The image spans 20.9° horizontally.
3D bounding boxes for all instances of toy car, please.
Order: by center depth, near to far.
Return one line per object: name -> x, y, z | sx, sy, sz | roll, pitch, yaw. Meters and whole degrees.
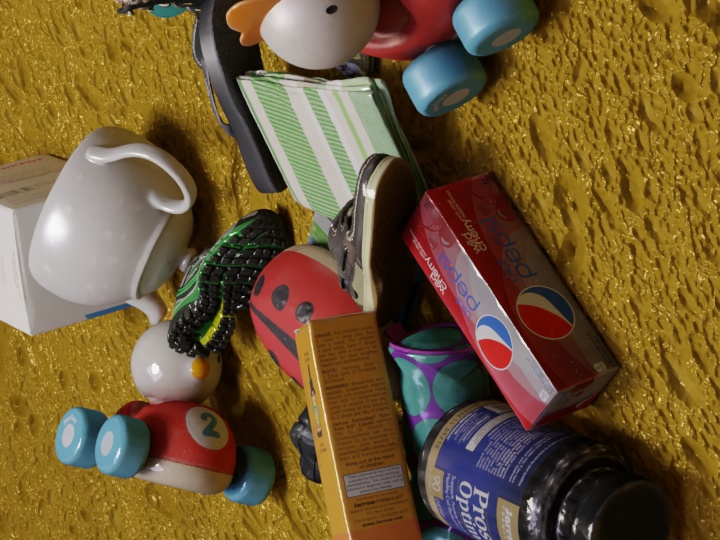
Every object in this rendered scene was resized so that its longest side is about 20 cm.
toy car -> -0.005, -0.216, 1.477 | 0.185, 0.200, 0.177 | 63, 147, 14
toy car -> -0.185, 0.123, 2.004 | 0.177, 0.184, 0.201 | 3, 78, 56

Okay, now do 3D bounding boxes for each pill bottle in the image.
pill bottle -> 0.145, 0.176, 1.533 | 0.200, 0.112, 0.112 | 19, 120, 53

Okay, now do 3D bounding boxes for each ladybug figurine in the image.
ladybug figurine -> -0.038, 0.054, 1.757 | 0.200, 0.072, 0.136 | 37, 134, 43

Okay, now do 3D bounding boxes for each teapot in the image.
teapot -> -0.234, -0.043, 1.978 | 0.146, 0.200, 0.198 | 25, 98, 5

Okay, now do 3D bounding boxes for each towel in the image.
towel -> -0.018, -0.103, 1.667 | 0.200, 0.023, 0.153 | 12, 133, 52

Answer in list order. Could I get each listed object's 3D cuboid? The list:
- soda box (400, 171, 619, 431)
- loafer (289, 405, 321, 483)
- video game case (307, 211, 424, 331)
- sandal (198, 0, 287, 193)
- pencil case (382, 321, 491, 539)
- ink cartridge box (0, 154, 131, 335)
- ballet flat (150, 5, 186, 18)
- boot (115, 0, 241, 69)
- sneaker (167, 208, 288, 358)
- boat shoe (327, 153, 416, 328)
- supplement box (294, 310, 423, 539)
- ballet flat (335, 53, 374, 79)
soda box -> 0.116, 0.023, 1.543 | 0.200, 0.070, 0.063 | 58, 146, 22
loafer -> -0.016, 0.167, 1.763 | 0.070, 0.068, 0.201 | 34, 170, 14
video game case -> 0.000, 0.000, 1.759 | 0.143, 0.018, 0.200 | 48, 140, 32
sandal -> -0.113, -0.153, 1.758 | 0.043, 0.076, 0.200 | 0, 126, 25
pencil case -> 0.071, 0.146, 1.657 | 0.092, 0.085, 0.201 | 12, 115, 42
ink cartridge box -> -0.357, -0.033, 2.167 | 0.200, 0.147, 0.145 | 19, 120, 52
ballet flat -> -0.156, -0.319, 1.817 | 0.200, 0.067, 0.071 | 125, 146, -51
boot -> -0.162, -0.250, 1.758 | 0.074, 0.153, 0.204 | 56, 144, 25
sneaker -> -0.136, -0.001, 1.912 | 0.200, 0.078, 0.085 | -47, 36, 42
boat shoe -> 0.004, -0.027, 1.614 | 0.065, 0.073, 0.200 | 28, 146, 20
supplement box -> -0.003, 0.138, 1.635 | 0.067, 0.069, 0.201 | 145, 113, -73
ballet flat -> -0.041, -0.253, 1.654 | 0.072, 0.072, 0.201 | 6, 110, 56
